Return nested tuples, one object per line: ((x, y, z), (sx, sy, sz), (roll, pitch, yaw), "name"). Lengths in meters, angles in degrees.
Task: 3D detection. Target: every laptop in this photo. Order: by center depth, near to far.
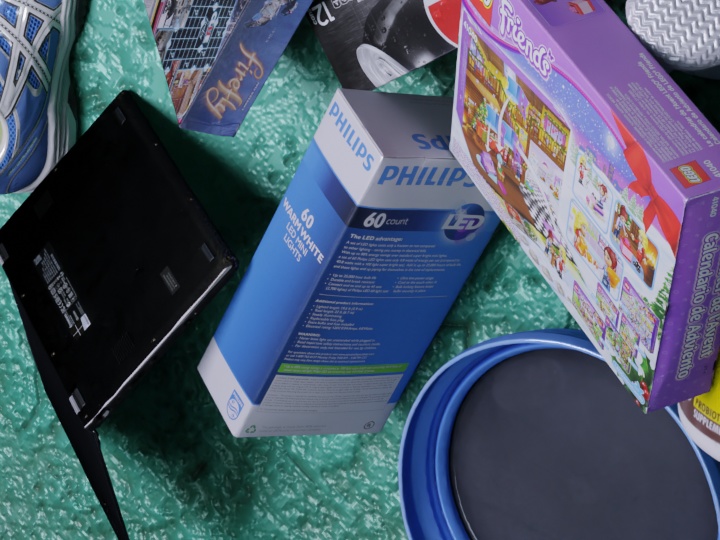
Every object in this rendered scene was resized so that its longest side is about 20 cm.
((-0.135, 0.037, 1.326), (0.200, 0.116, 0.187), (-48, 43, 11), "laptop")

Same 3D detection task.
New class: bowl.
((0.115, 0.126, 1.236), (0.200, 0.039, 0.202), (12, 112, 30), "bowl")

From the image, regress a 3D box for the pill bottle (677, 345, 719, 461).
((0.213, -0.009, 1.045), (0.109, 0.109, 0.201), (18, 117, 26), "pill bottle")

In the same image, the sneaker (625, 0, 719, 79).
((0.205, -0.164, 1.054), (0.200, 0.115, 0.075), (-42, 82, 1), "sneaker")

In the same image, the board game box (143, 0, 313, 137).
((-0.053, -0.189, 1.188), (0.200, 0.034, 0.136), (-56, 36, 34), "board game box")

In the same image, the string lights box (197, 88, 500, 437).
((0.000, 0.000, 1.219), (0.059, 0.102, 0.200), (57, 131, 38), "string lights box")

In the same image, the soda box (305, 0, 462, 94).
((0.068, -0.157, 1.144), (0.199, 0.071, 0.064), (-24, 98, 37), "soda box")

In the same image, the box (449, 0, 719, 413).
((0.106, -0.051, 1.048), (0.137, 0.039, 0.200), (93, 152, -46), "box")

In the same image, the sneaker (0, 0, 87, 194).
((-0.211, -0.137, 1.329), (0.075, 0.077, 0.201), (8, 110, 32), "sneaker")
